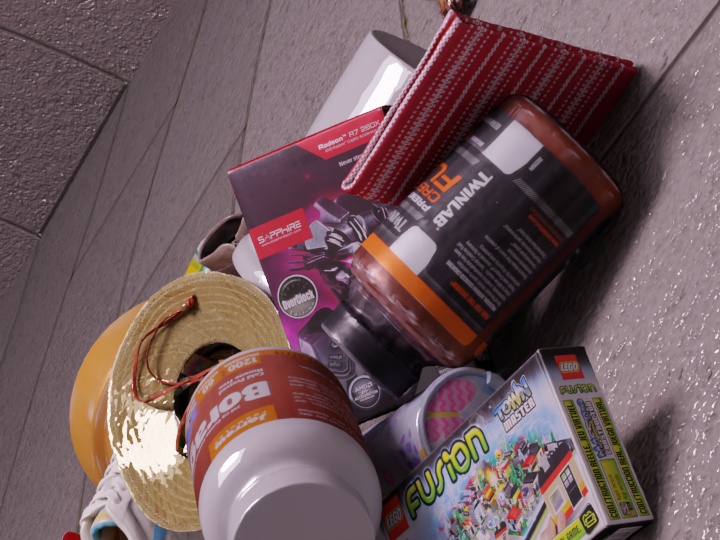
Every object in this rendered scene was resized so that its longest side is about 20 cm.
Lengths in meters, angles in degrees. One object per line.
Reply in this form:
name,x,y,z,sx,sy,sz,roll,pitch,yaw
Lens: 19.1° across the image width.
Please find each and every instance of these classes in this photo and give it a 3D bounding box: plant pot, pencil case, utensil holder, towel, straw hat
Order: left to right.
plant pot,-0.113,0.136,1.744,0.183,0.200,0.201,30,95,59
straw hat,-0.091,0.099,1.572,0.201,0.085,0.202,-15,67,39
utensil holder,0.024,-0.053,1.580,0.200,0.170,0.170,-60,16,13
pencil case,0.036,0.129,1.417,0.091,0.083,0.200,-43,2,-30
towel,0.089,-0.097,1.430,0.022,0.200,0.145,48,116,35

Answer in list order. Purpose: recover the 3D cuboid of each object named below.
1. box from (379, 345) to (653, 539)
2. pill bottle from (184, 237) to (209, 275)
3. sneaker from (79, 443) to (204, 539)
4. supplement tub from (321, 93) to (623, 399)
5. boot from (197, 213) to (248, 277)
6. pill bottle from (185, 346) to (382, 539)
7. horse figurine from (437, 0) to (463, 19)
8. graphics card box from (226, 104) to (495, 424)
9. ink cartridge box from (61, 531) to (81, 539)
box,0.083,0.140,1.235,0.200,0.035,0.110,-49,53,46
pill bottle,-0.142,0.079,2.041,0.200,0.113,0.113,-64,15,4
sneaker,-0.165,0.172,1.608,0.076,0.081,0.201,-40,47,39
supplement tub,0.068,-0.011,1.383,0.200,0.107,0.107,-46,16,0
boot,-0.072,0.012,1.841,0.200,0.146,0.070,-51,22,43
pill bottle,-0.047,0.129,1.316,0.112,0.112,0.200,-62,16,11
horse figurine,0.072,-0.299,2.008,0.200,0.050,0.133,-161,79,-67
graphics card box,0.000,0.000,1.478,0.125,0.201,0.051,-21,-4,16
ink cartridge box,-0.167,0.306,1.644,0.084,0.175,0.200,-43,27,55
